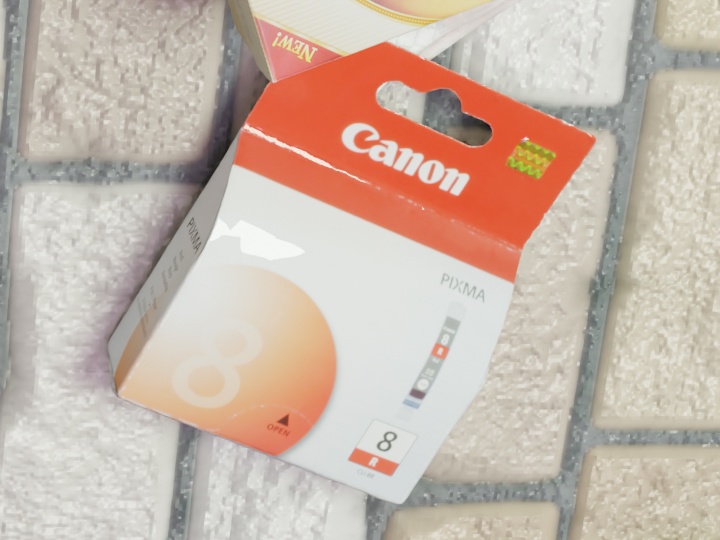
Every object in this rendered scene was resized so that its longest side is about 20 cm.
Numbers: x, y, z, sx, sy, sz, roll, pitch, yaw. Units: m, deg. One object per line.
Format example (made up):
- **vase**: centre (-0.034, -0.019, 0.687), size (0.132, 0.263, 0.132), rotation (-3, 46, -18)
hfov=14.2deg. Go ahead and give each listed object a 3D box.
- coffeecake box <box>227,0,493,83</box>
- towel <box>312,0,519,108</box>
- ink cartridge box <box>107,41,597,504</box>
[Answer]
- **coffeecake box**: centre (0.025, -0.191, 1.221), size (0.199, 0.073, 0.154), rotation (-21, 118, -7)
- **towel**: centre (0.020, -0.195, 1.277), size (0.191, 0.032, 0.200), rotation (-36, 118, 0)
- **ink cartridge box**: centre (0.000, 0.000, 1.327), size (0.162, 0.050, 0.200), rotation (23, 117, -24)
